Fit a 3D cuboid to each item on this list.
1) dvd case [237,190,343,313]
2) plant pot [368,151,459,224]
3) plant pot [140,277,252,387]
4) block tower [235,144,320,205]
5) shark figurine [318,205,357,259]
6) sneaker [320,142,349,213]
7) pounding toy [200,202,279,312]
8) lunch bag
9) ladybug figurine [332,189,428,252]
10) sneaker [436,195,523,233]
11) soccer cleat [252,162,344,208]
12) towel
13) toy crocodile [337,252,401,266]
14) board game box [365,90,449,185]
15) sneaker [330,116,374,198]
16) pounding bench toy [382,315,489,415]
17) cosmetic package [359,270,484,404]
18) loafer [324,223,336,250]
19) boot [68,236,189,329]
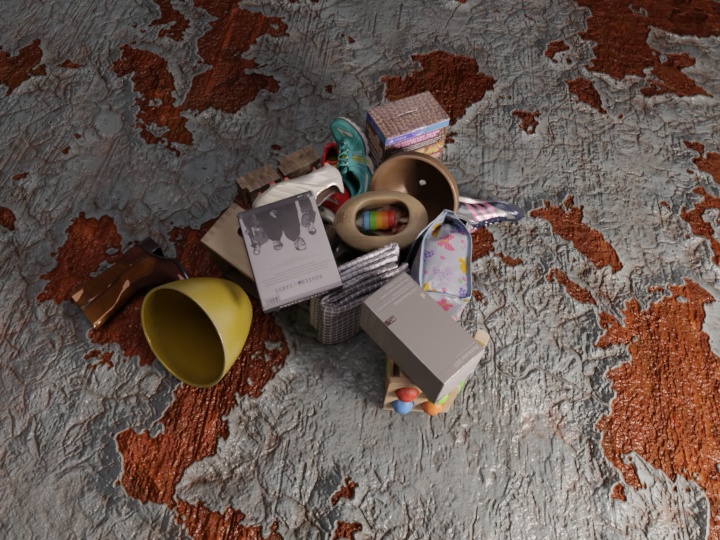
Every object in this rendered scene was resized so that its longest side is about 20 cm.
[{"bbox_3d":[-0.130,-0.037,1.078,0.148,0.025,0.202,-17,68,-5],"label":"dvd case"},{"bbox_3d":[0.123,-0.173,1.298,0.199,0.203,0.093,21,38,10],"label":"plant pot"},{"bbox_3d":[-0.283,0.094,1.105,0.199,0.202,0.142,31,35,16],"label":"plant pot"},{"bbox_3d":[-0.187,-0.219,1.379,0.199,0.058,0.054,-30,63,-19],"label":"block tower"},{"bbox_3d":[-0.083,-0.107,1.304,0.213,0.089,0.129,24,92,21],"label":"shark figurine"},{"bbox_3d":[-0.064,-0.210,1.363,0.076,0.085,0.202,-7,57,-7],"label":"sneaker"},{"bbox_3d":[-0.177,-0.020,1.188,0.199,0.185,0.143,33,73,17],"label":"pounding toy"},{"bbox_3d":[0.149,0.005,1.186,0.125,0.170,0.202,11,58,-2],"label":"lunch bag"},{"bbox_3d":[0.041,-0.095,1.224,0.197,0.072,0.138,2,70,10],"label":"ladybug figurine"},{"bbox_3d":[0.268,-0.116,1.345,0.197,0.070,0.083,7,73,4],"label":"sneaker"},{"bbox_3d":[-0.129,-0.157,1.242,0.198,0.069,0.078,-24,72,-5],"label":"soccer cleat"},{"bbox_3d":[0.002,0.054,1.147,0.198,0.166,0.086,-24,64,-17],"label":"towel"},{"bbox_3d":[0.000,0.000,1.241,0.198,0.068,0.062,-20,53,-19],"label":"toy crocodile"},{"bbox_3d":[0.097,-0.279,1.350,0.158,0.201,0.097,-21,60,-17],"label":"board game box"},{"bbox_3d":[-0.020,-0.245,1.322,0.079,0.077,0.202,-23,91,-39],"label":"sneaker"},{"bbox_3d":[0.144,0.181,1.096,0.197,0.125,0.158,3,56,-2],"label":"pounding bench toy"},{"bbox_3d":[0.100,0.113,1.012,0.106,0.091,0.200,-35,63,-27],"label":"cosmetic package"},{"bbox_3d":[-0.127,-0.082,1.241,0.198,0.073,0.072,20,72,27],"label":"loafer"},{"bbox_3d":[-0.452,0.040,1.182,0.188,0.069,0.200,38,63,19],"label":"boot"}]
